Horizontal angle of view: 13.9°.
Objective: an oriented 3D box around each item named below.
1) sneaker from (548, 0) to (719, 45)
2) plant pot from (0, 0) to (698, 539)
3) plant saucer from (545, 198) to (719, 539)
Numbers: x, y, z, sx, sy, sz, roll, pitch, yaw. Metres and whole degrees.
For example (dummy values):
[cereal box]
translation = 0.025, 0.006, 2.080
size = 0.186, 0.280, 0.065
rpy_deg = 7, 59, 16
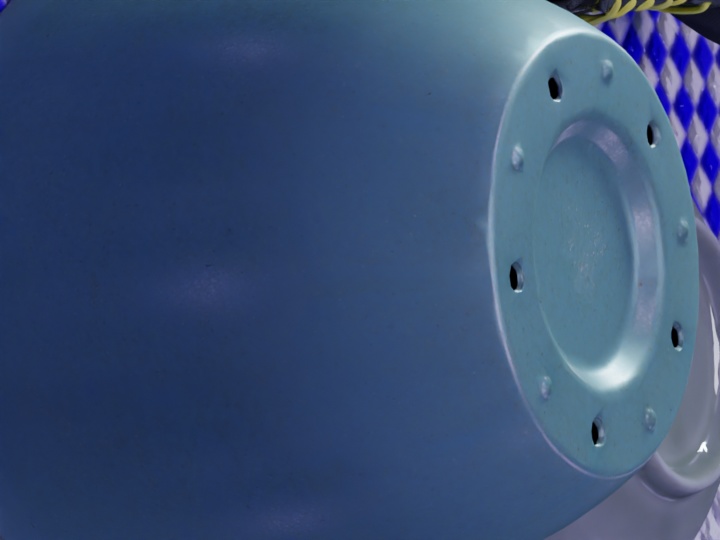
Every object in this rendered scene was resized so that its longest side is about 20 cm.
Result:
[sneaker]
translation = 0.091, -0.122, 1.102
size = 0.200, 0.074, 0.085
rpy_deg = 32, 65, -42
[plant pot]
translation = 0.000, 0.000, 0.845
size = 0.200, 0.161, 0.201
rpy_deg = 13, 75, -56
[plant saucer]
translation = 0.102, 0.032, 1.108
size = 0.200, 0.050, 0.201
rpy_deg = 10, 78, -57
